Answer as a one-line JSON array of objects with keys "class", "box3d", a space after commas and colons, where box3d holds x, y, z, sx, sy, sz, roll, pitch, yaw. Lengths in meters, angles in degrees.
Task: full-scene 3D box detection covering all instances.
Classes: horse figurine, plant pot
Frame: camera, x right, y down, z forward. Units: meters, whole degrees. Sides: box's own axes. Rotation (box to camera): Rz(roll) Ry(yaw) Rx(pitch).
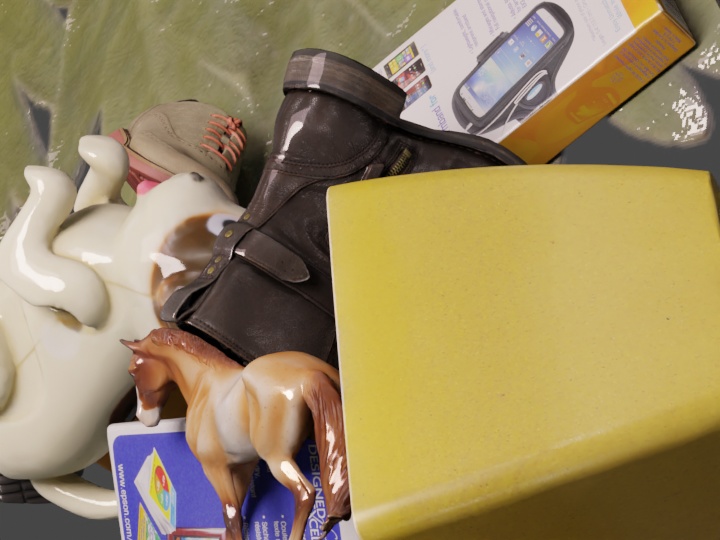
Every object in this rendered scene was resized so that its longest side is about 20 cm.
[{"class": "horse figurine", "box3d": [-0.044, 0.085, 1.295, 0.200, 0.050, 0.133, -13, 84, 61]}, {"class": "plant pot", "box3d": [0.107, 0.065, 1.287, 0.176, 0.200, 0.201, -18, 49, 14]}]

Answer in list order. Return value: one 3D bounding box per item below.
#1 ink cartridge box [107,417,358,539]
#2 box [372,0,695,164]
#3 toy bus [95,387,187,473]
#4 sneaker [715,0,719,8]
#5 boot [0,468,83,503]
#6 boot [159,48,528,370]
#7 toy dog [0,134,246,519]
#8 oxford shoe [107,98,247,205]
[{"class": "ink cartridge box", "box3d": [-0.035, 0.167, 1.374, 0.199, 0.047, 0.199, -6, 92, 41]}, {"class": "box", "box3d": [0.082, -0.109, 1.545, 0.200, 0.041, 0.119, -40, 42, 19]}, {"class": "toy bus", "box3d": [-0.082, 0.042, 1.573, 0.200, 0.065, 0.078, -35, 41, 21]}, {"class": "sneaker", "box3d": [0.249, -0.132, 1.383, 0.090, 0.078, 0.200, -48, 45, -7]}, {"class": "boot", "box3d": [-0.271, 0.097, 1.625, 0.131, 0.199, 0.070, 19, 95, 46]}, {"class": "boot", "box3d": [0.000, 0.000, 1.427, 0.069, 0.200, 0.175, -3, 62, 56]}, {"class": "toy dog", "box3d": [-0.131, 0.024, 1.476, 0.199, 0.139, 0.195, -26, 83, 25]}, {"class": "oxford shoe", "box3d": [-0.100, -0.068, 1.637, 0.075, 0.071, 0.200, -40, 23, -4]}]
